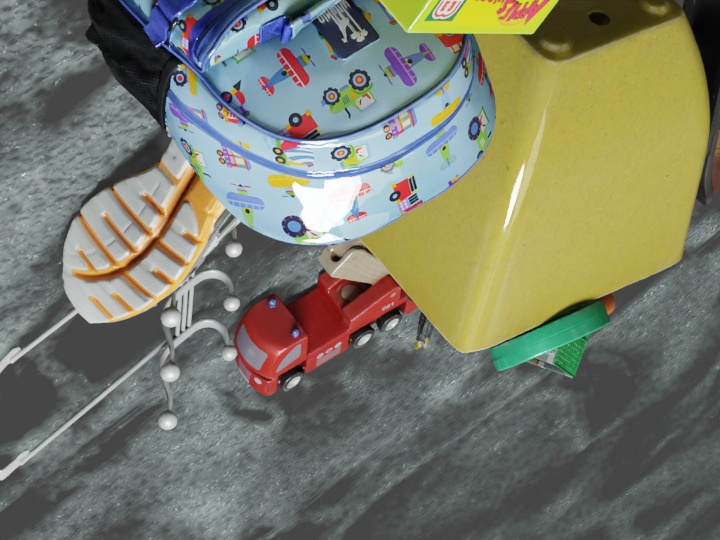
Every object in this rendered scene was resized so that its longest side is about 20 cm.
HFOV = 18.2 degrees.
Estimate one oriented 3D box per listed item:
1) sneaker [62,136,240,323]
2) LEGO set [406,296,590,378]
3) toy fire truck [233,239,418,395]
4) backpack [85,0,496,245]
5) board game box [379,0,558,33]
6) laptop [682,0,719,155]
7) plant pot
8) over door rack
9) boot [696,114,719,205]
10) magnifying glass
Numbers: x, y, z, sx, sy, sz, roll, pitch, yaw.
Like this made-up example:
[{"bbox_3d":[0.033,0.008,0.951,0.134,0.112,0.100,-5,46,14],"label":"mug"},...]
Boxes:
[{"bbox_3d":[-0.102,-0.041,1.373,0.200,0.078,0.077,-44,165,15],"label":"sneaker"},{"bbox_3d":[0.103,-0.009,1.601,0.200,0.116,0.154,13,95,-67],"label":"LEGO set"},{"bbox_3d":[0.000,0.000,1.619,0.200,0.049,0.141,-30,155,-21],"label":"toy fire truck"},{"bbox_3d":[-0.028,-0.122,1.175,0.183,0.200,0.135,-30,155,-17],"label":"backpack"},{"bbox_3d":[0.008,-0.198,1.087,0.102,0.200,0.048,-6,141,-51],"label":"board game box"},{"bbox_3d":[0.293,-0.215,1.562,0.116,0.200,0.187,-1,144,-1],"label":"laptop"},{"bbox_3d":[0.100,-0.108,1.398,0.194,0.196,0.200,-22,145,-32],"label":"plant pot"},{"bbox_3d":[-0.163,0.060,1.473,0.200,0.067,0.148,-28,154,-22],"label":"over door rack"},{"bbox_3d":[0.321,-0.159,1.811,0.200,0.068,0.188,-42,150,-10],"label":"boot"},{"bbox_3d":[0.138,0.035,1.496,0.080,0.022,0.200,-24,177,19],"label":"magnifying glass"}]
